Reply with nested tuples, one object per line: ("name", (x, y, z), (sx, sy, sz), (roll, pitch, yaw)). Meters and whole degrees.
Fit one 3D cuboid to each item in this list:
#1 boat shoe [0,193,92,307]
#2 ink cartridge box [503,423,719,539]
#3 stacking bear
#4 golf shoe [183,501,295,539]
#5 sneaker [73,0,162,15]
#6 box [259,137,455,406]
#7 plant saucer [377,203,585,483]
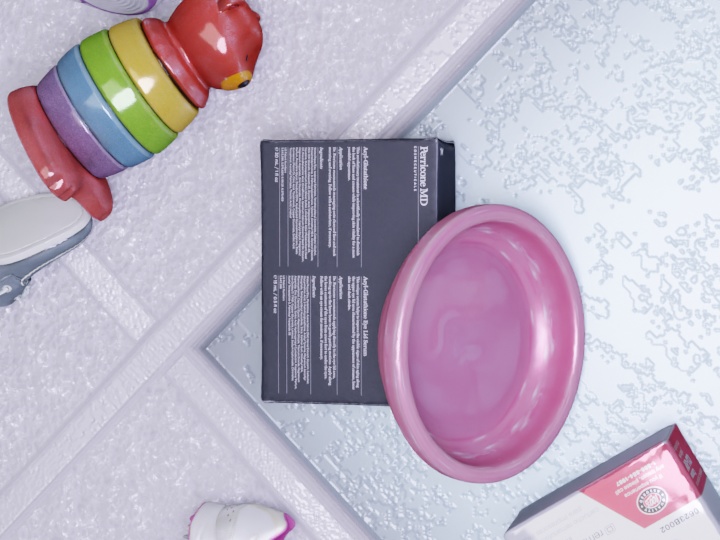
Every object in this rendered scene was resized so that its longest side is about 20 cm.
("boat shoe", (-0.305, -0.002, 1.273), (0.199, 0.073, 0.062), (-23, 131, 8))
("ink cartridge box", (0.221, 0.239, 1.129), (0.145, 0.083, 0.201), (-32, 85, 14))
("stacking bear", (-0.165, -0.147, 1.197), (0.199, 0.121, 0.114), (-33, 75, 5))
("golf shoe", (-0.084, 0.283, 1.217), (0.091, 0.075, 0.201), (-7, 92, 11))
("sneaker", (-0.161, -0.265, 1.216), (0.199, 0.075, 0.100), (-10, 61, 22))
("box", (0.000, 0.000, 1.175), (0.140, 0.079, 0.201), (1, 93, 16))
("plant saucer", (0.083, 0.052, 1.116), (0.051, 0.200, 0.202), (4, 95, 48))
